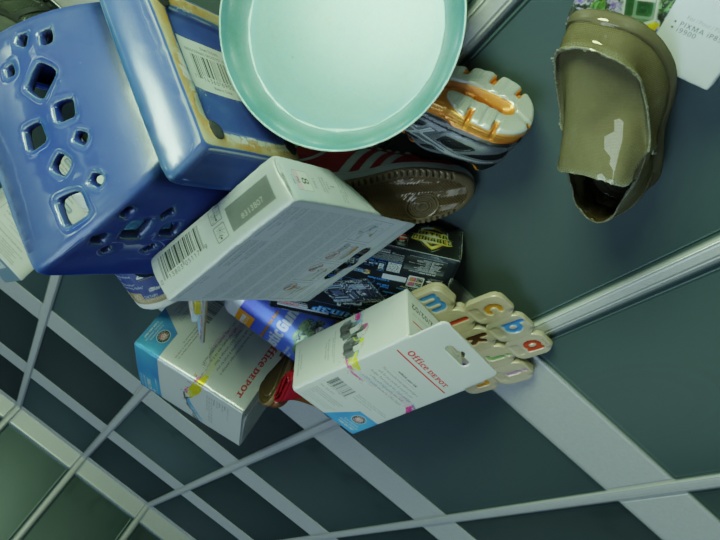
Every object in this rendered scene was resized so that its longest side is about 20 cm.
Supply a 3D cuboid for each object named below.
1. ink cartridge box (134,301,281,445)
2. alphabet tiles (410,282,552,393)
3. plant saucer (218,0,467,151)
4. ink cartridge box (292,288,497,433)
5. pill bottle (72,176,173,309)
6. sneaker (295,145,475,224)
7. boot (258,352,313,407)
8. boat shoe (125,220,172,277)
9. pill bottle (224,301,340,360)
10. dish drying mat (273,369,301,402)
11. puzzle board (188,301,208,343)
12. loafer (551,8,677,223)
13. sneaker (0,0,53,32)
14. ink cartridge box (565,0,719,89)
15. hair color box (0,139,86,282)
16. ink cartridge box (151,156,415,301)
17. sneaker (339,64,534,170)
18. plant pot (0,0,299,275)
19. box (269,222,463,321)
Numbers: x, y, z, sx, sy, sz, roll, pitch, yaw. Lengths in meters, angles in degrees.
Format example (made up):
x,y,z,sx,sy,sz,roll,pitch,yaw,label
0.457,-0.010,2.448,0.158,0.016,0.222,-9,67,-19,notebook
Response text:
x,y,z,sx,sy,sz,roll,pitch,yaw,label
-0.231,0.148,1.085,0.199,0.147,0.147,30,144,8,ink cartridge box
0.112,0.084,0.794,0.194,0.015,0.200,-25,128,37,alphabet tiles
-0.015,-0.195,0.533,0.197,0.027,0.203,1,94,14,plant saucer
0.036,0.098,0.750,0.199,0.068,0.115,-27,129,26,ink cartridge box
-0.318,-0.051,0.958,0.110,0.111,0.201,6,135,34,pill bottle
0.011,-0.104,0.686,0.197,0.113,0.072,-4,135,0,sneaker
-0.056,0.175,0.964,0.155,0.200,0.074,43,108,-5,boot
-0.264,-0.082,0.855,0.083,0.202,0.069,-4,157,-6,boat shoe
-0.107,0.035,0.886,0.199,0.112,0.112,36,144,-2,pill bottle
-0.012,0.127,0.871,0.018,0.198,0.077,62,148,28,dish drying mat
-0.220,-0.029,0.870,0.017,0.202,0.151,-6,149,-20,puzzle board
0.180,-0.099,0.489,0.076,0.068,0.200,22,164,37,loafer
-0.354,-0.273,0.781,0.197,0.115,0.076,14,144,-19,sneaker
0.212,-0.217,0.394,0.108,0.051,0.201,29,145,10,ink cartridge box
-0.440,-0.088,0.939,0.060,0.201,0.099,-5,129,42,hair color box
-0.064,-0.027,0.625,0.162,0.199,0.058,-35,75,27,ink cartridge box
0.048,-0.148,0.589,0.199,0.079,0.077,31,156,10,sneaker
-0.178,-0.121,0.587,0.179,0.199,0.202,-26,81,25,plant pot
0.000,0.000,0.764,0.197,0.046,0.160,12,142,-2,box
